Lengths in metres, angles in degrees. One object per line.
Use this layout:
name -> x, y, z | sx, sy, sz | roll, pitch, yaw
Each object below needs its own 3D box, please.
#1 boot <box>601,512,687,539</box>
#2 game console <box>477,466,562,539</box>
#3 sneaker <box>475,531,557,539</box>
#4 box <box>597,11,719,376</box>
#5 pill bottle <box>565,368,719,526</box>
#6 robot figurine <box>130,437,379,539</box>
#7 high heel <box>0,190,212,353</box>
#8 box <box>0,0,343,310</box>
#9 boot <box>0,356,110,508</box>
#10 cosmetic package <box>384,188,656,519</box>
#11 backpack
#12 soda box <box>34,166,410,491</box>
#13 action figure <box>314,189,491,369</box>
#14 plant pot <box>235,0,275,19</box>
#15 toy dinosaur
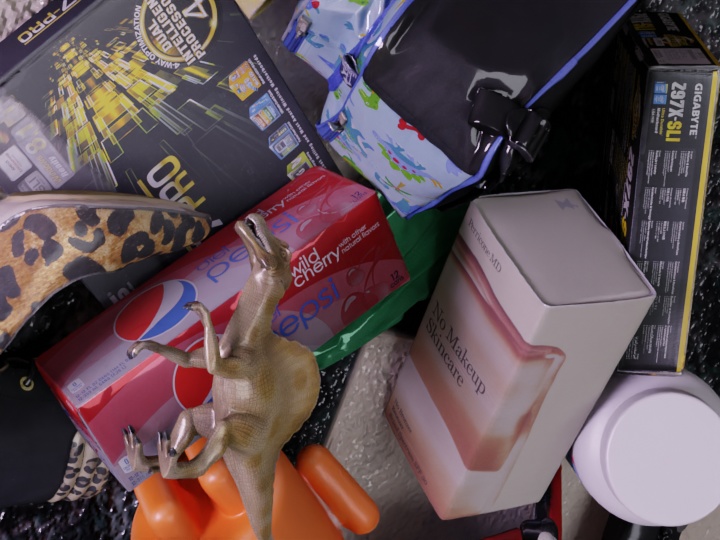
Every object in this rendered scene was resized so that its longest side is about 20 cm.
boot -> 0.252, 0.226, 1.040 | 0.164, 0.065, 0.202 | 22, 85, -56
game console -> 0.094, 0.257, 0.940 | 0.117, 0.173, 0.202 | 1, 117, 10
sneaker -> 0.057, 0.238, 0.828 | 0.198, 0.075, 0.101 | -19, 99, -9
box -> 0.191, -0.056, 0.816 | 0.049, 0.160, 0.203 | 2, 112, 2
pill bottle -> 0.196, 0.114, 0.856 | 0.107, 0.200, 0.110 | 0, 91, 3
robot figurine -> -0.068, 0.185, 0.785 | 0.201, 0.115, 0.145 | 60, 44, -35
high heel -> -0.165, 0.034, 0.607 | 0.198, 0.071, 0.145 | -6, 97, -28
box -> -0.112, -0.067, 0.690 | 0.161, 0.049, 0.201 | -39, 127, -10
boot -> -0.210, 0.048, 0.672 | 0.152, 0.073, 0.206 | -4, 108, -38
cosmetic package -> 0.096, 0.057, 0.800 | 0.086, 0.104, 0.202 | -5, 134, -28
backpack -> 0.050, -0.132, 0.663 | 0.147, 0.200, 0.183 | 42, 75, -2
soda box -> -0.072, 0.026, 0.677 | 0.199, 0.070, 0.064 | -37, 125, -18
action figure -> 0.000, 0.000, 0.785 | 0.200, 0.055, 0.119 | -41, 128, -15
plant pot -> -0.031, -0.245, 0.596 | 0.200, 0.200, 0.142 | -45, 99, -7
toy dinosaur -> -0.063, 0.078, 0.622 | 0.100, 0.058, 0.203 | -12, 115, -32
